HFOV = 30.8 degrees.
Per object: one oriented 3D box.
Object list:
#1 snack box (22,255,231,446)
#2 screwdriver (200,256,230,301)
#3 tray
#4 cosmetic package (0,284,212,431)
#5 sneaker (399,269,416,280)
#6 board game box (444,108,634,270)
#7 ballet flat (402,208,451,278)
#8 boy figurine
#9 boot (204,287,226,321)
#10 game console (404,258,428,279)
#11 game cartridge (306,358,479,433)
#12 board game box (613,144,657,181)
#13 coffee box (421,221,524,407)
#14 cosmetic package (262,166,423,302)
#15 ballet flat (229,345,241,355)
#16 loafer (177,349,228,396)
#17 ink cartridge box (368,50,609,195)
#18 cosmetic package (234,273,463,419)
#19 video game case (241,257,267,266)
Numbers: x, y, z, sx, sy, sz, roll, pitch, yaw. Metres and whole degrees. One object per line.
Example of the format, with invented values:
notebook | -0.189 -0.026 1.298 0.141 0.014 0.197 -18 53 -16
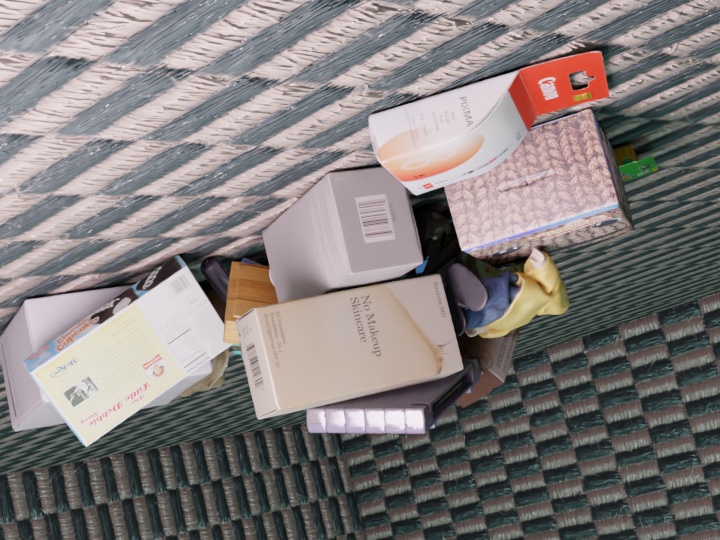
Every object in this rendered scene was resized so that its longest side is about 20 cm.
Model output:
snack box | -0.247 0.087 1.416 0.200 0.116 0.037 -35 -148 -11
screwdriver | -0.125 0.055 1.518 0.028 0.029 0.200 -39 129 -5
tray | -0.046 0.046 1.431 0.200 0.099 0.037 8 130 -8
cosmetic package | -0.307 0.100 1.549 0.199 0.123 0.200 -8 169 -27
sneaker | 0.000 0.000 1.537 0.080 0.086 0.200 -8 168 -27
board game box | 0.186 -0.077 1.347 0.159 0.097 0.200 -17 170 15
ballet flat | 0.055 -0.022 1.566 0.046 0.067 0.200 0 158 -25
boy figurine | 0.162 0.021 1.384 0.200 0.064 0.124 -8 141 -49
boot | -0.194 0.065 1.702 0.146 0.070 0.200 -8 164 31
game console | 0.121 0.033 1.798 0.200 0.119 0.171 -10 170 -23
game cartridge | 0.036 0.130 1.358 0.129 0.038 0.200 -7 -172 22
board game box | 0.236 -0.101 1.489 0.200 0.030 0.096 -14 171 15
coffee box | 0.125 0.040 1.519 0.080 0.114 0.200 -37 -159 45
cosmetic package | -0.023 -0.024 1.323 0.090 0.107 0.200 -10 171 -23
ballet flat | -0.108 0.081 1.628 0.067 0.071 0.200 2 169 17
loafer | -0.199 0.112 1.641 0.067 0.076 0.200 -6 169 -26
ink cartridge box | 0.121 -0.124 1.141 0.200 0.050 0.162 -13 171 12
cosmetic package | -0.011 0.073 1.279 0.200 0.104 0.073 -11 171 -23
video game case | -0.037 0.054 1.573 0.200 0.046 0.181 25 180 15
